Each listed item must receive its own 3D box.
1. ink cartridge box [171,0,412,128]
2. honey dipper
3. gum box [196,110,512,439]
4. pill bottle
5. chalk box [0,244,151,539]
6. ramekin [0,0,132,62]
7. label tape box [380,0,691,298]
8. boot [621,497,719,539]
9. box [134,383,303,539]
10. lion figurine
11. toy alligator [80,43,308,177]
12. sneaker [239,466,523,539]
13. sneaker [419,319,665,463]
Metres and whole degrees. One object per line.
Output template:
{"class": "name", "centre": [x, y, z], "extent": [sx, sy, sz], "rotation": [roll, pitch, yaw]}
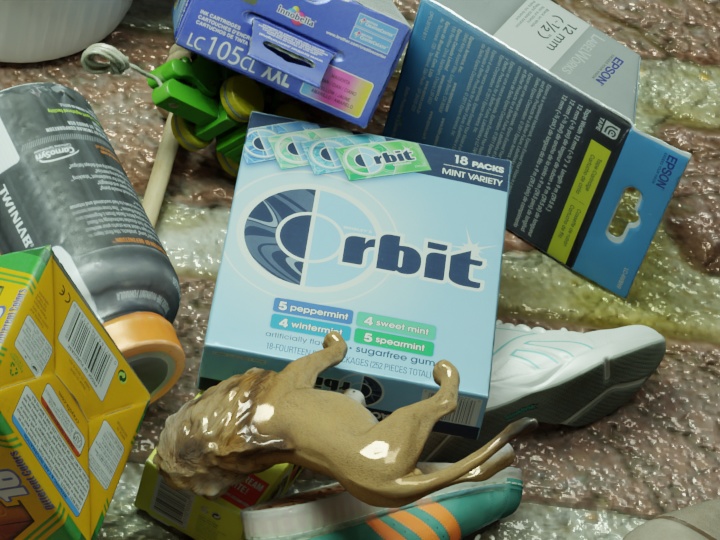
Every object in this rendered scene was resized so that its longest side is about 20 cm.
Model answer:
{"class": "ink cartridge box", "centre": [-0.046, -0.158, 1.726], "extent": [0.136, 0.077, 0.200], "rotation": [23, 7, -8]}
{"class": "honey dipper", "centre": [-0.127, -0.067, 1.735], "extent": [0.038, 0.038, 0.200], "rotation": [16, 50, -2]}
{"class": "gum box", "centre": [0.000, 0.000, 1.638], "extent": [0.169, 0.045, 0.200], "rotation": [11, 46, -2]}
{"class": "pill bottle", "centre": [-0.174, -0.009, 1.624], "extent": [0.106, 0.106, 0.200], "rotation": [-13, 55, -25]}
{"class": "chalk box", "centre": [-0.240, 0.086, 1.481], "extent": [0.200, 0.125, 0.124], "rotation": [-13, 36, 26]}
{"class": "ramekin", "centre": [-0.232, -0.232, 1.803], "extent": [0.200, 0.098, 0.201], "rotation": [7, 49, -9]}
{"class": "label tape box", "centre": [0.121, -0.093, 1.753], "extent": [0.200, 0.143, 0.066], "rotation": [32, 50, 12]}
{"class": "boot", "centre": [0.233, 0.220, 1.580], "extent": [0.146, 0.070, 0.200], "rotation": [-33, 64, -28]}
{"class": "box", "centre": [-0.053, 0.080, 1.620], "extent": [0.075, 0.050, 0.200], "rotation": [30, 49, 10]}
{"class": "lion figurine", "centre": [-0.013, 0.093, 1.484], "extent": [0.200, 0.073, 0.122], "rotation": [6, 28, 42]}
{"class": "toy alligator", "centre": [-0.096, -0.113, 1.720], "extent": [0.200, 0.059, 0.054], "rotation": [31, 48, -36]}
{"class": "sneaker", "centre": [0.016, 0.160, 1.568], "extent": [0.200, 0.071, 0.080], "rotation": [-9, 91, -38]}
{"class": "sneaker", "centre": [0.098, 0.059, 1.669], "extent": [0.200, 0.071, 0.080], "rotation": [-14, 53, -25]}
